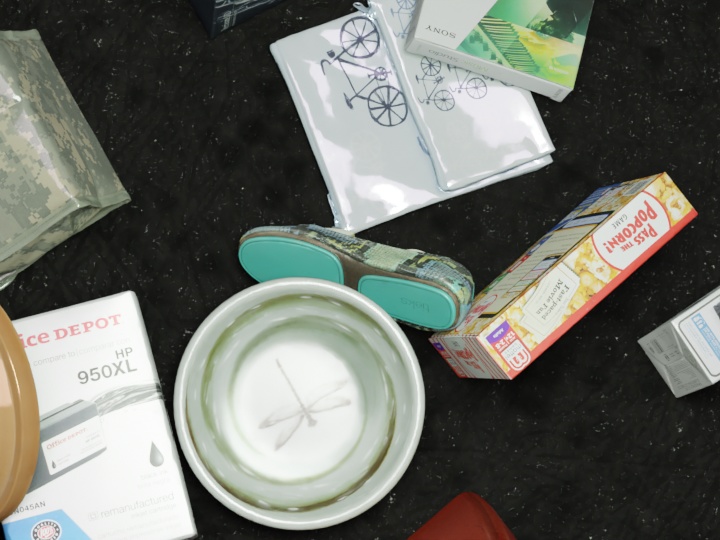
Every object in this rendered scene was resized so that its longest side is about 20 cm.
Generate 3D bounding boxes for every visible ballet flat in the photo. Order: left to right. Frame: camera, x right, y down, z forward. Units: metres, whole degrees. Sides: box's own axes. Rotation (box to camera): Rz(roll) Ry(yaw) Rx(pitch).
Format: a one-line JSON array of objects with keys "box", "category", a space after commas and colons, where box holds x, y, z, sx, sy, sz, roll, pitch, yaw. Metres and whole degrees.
[{"box": [0.000, 0.000, 1.545, 0.200, 0.074, 0.074, 18, 78, 16], "category": "ballet flat"}]

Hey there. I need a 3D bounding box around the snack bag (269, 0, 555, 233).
[{"box": [0.041, -0.146, 1.600, 0.200, 0.021, 0.189, -20, 83, -9], "category": "snack bag"}]

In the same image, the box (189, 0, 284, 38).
[{"box": [-0.064, -0.295, 1.525, 0.182, 0.200, 0.104, -28, 85, -9], "category": "box"}]

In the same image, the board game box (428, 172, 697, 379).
[{"box": [0.158, 0.006, 1.517, 0.200, 0.151, 0.046, -40, 96, -10], "category": "board game box"}]

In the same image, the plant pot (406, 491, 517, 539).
[{"box": [0.084, 0.300, 1.447, 0.200, 0.176, 0.200, -39, 86, -10], "category": "plant pot"}]

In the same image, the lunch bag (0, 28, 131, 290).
[{"box": [-0.311, -0.071, 1.498, 0.200, 0.118, 0.164, -31, 86, 17], "category": "lunch bag"}]

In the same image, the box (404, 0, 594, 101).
[{"box": [0.130, -0.258, 1.608, 0.144, 0.036, 0.200, 17, 75, -9], "category": "box"}]

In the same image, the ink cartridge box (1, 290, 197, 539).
[{"box": [-0.221, 0.131, 1.491, 0.144, 0.084, 0.200, -14, 82, -7], "category": "ink cartridge box"}]

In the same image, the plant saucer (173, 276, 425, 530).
[{"box": [-0.049, 0.106, 1.523, 0.200, 0.050, 0.200, 0, 88, -1], "category": "plant saucer"}]

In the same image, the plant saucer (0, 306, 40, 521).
[{"box": [-0.317, 0.100, 1.441, 0.032, 0.200, 0.201, -12, 79, -48], "category": "plant saucer"}]

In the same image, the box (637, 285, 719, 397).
[{"box": [0.335, 0.021, 1.553, 0.200, 0.117, 0.060, -33, 85, -11], "category": "box"}]
